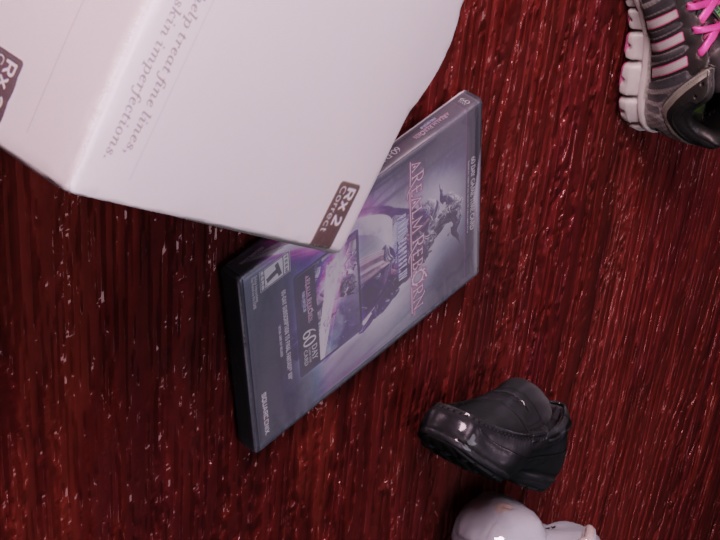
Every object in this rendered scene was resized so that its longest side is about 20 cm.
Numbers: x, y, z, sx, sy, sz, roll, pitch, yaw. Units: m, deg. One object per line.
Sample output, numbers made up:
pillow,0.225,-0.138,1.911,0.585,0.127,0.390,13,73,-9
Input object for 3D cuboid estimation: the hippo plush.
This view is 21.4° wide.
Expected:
hippo plush,0.113,0.245,1.345,0.161,0.199,0.159,-62,172,-8

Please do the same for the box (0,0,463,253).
box,-0.060,-0.132,0.789,0.200,0.130,0.200,12,107,-58

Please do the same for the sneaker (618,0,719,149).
sneaker,0.217,-0.156,1.209,0.074,0.087,0.201,-37,144,-30

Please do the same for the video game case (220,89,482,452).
video game case,0.000,0.000,1.108,0.200,0.019,0.143,-37,144,-30

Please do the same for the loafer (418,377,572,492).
loafer,0.095,0.105,1.298,0.071,0.068,0.200,-67,155,0
